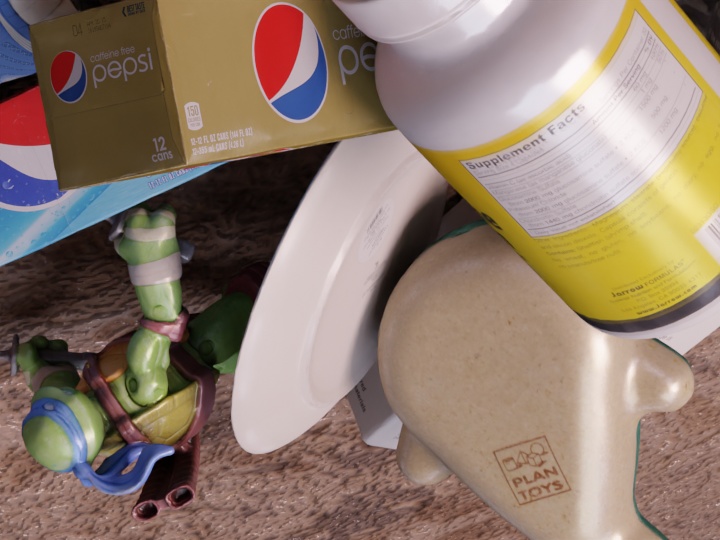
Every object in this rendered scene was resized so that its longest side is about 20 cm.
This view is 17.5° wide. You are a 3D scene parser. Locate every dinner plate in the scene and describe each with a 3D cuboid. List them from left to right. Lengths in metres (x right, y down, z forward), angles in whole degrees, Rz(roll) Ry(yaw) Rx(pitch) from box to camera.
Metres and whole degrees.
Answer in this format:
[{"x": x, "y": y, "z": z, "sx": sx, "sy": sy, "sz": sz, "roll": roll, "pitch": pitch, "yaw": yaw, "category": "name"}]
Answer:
[{"x": 0.000, "y": 0.000, "z": 1.106, "sx": 0.201, "sy": 0.024, "sz": 0.201, "roll": -54, "pitch": 160, "yaw": -31, "category": "dinner plate"}]

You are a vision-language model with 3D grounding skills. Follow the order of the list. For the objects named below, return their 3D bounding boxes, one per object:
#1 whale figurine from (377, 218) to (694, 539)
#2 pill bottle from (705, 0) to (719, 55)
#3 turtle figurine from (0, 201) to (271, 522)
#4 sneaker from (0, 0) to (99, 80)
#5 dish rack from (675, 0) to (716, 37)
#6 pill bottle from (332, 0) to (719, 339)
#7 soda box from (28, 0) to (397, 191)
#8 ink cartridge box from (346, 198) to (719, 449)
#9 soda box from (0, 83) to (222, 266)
[{"x": 0.092, "y": 0.067, "z": 1.131, "sx": 0.158, "sy": 0.201, "sz": 0.104, "roll": -21, "pitch": -168, "yaw": 25, "category": "whale figurine"}, {"x": 0.214, "y": -0.137, "z": 0.976, "sx": 0.113, "sy": 0.114, "sz": 0.201, "roll": -3, "pitch": 120, "yaw": -29, "category": "pill bottle"}, {"x": -0.111, "y": 0.011, "z": 1.126, "sx": 0.193, "sy": 0.199, "sz": 0.145, "roll": -18, "pitch": 134, "yaw": -47, "category": "turtle figurine"}, {"x": -0.169, "y": -0.117, "z": 0.862, "sx": 0.089, "sy": 0.079, "sz": 0.200, "roll": -29, "pitch": 150, "yaw": 8, "category": "sneaker"}, {"x": 0.153, "y": -0.112, "z": 1.057, "sx": 0.171, "sy": 0.044, "sz": 0.201, "roll": -31, "pitch": 135, "yaw": -18, "category": "dish rack"}, {"x": 0.076, "y": -0.071, "z": 0.902, "sx": 0.112, "sy": 0.112, "sz": 0.200, "roll": -33, "pitch": 126, "yaw": 19, "category": "pill bottle"}, {"x": -0.034, "y": -0.078, "z": 0.912, "sx": 0.067, "sy": 0.065, "sz": 0.199, "roll": -9, "pitch": -176, "yaw": 37, "category": "soda box"}, {"x": 0.101, "y": 0.016, "z": 1.259, "sx": 0.145, "sy": 0.085, "sz": 0.200, "roll": 15, "pitch": 133, "yaw": -45, "category": "ink cartridge box"}, {"x": -0.132, "y": -0.047, "z": 1.003, "sx": 0.199, "sy": 0.065, "sz": 0.068, "roll": -25, "pitch": -175, "yaw": 4, "category": "soda box"}]
